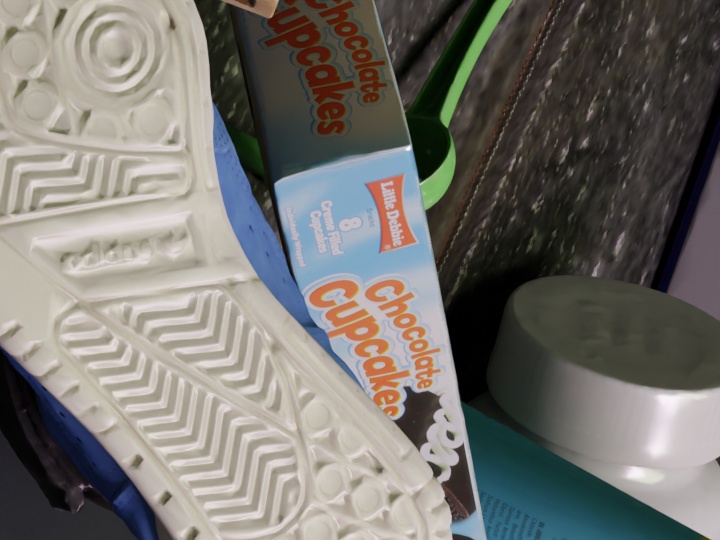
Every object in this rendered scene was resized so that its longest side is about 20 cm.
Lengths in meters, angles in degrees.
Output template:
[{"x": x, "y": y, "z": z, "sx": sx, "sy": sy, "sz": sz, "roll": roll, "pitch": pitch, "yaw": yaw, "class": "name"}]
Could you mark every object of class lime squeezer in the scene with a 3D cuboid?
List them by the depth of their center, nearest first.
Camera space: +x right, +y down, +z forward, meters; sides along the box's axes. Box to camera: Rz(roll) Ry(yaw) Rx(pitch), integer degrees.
[{"x": 0.001, "y": -0.044, "z": 0.889, "sx": 0.200, "sy": 0.038, "sz": 0.071, "roll": -24, "pitch": 133, "yaw": -51, "class": "lime squeezer"}]

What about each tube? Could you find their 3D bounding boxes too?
[{"x": 0.078, "y": 0.096, "z": 0.970, "sx": 0.050, "sy": 0.199, "sz": 0.078, "roll": -48, "pitch": 151, "yaw": -27, "class": "tube"}]

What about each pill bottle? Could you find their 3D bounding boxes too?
[{"x": 0.073, "y": 0.111, "z": 1.075, "sx": 0.109, "sy": 0.109, "sz": 0.201, "roll": -22, "pitch": 131, "yaw": -53, "class": "pill bottle"}]

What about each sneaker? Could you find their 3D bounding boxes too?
[{"x": -0.060, "y": -0.011, "z": 0.620, "sx": 0.077, "sy": 0.111, "sz": 0.200, "roll": -39, "pitch": 113, "yaw": -12, "class": "sneaker"}]

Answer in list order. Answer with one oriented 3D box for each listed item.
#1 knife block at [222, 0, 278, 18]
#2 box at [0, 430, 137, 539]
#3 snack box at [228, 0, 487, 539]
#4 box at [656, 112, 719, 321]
[{"x": -0.003, "y": -0.177, "z": 0.627, "sx": 0.200, "sy": 0.064, "sz": 0.176, "roll": -73, "pitch": -175, "yaw": -51, "class": "knife block"}, {"x": -0.130, "y": 0.100, "z": 0.680, "sx": 0.141, "sy": 0.079, "sz": 0.200, "roll": -39, "pitch": 160, "yaw": 19, "class": "box"}, {"x": 0.000, "y": 0.000, "z": 0.765, "sx": 0.037, "sy": 0.117, "sz": 0.201, "roll": -13, "pitch": 138, "yaw": -1, "class": "snack box"}, {"x": 0.228, "y": -0.042, "z": 1.225, "sx": 0.200, "sy": 0.105, "sz": 0.185, "roll": -13, "pitch": 125, "yaw": -58, "class": "box"}]
